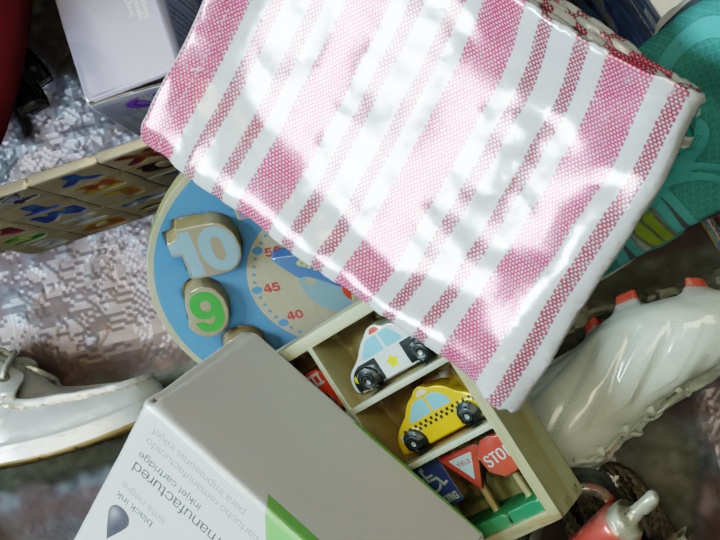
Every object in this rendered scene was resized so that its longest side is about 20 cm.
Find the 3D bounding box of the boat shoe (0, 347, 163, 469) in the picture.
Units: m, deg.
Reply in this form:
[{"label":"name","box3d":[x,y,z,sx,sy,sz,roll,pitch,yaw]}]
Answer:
[{"label":"boat shoe","box3d":[-0.194,0.069,0.834,0.198,0.071,0.070,-12,85,10]}]

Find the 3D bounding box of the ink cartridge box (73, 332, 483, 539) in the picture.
[{"label":"ink cartridge box","box3d":[-0.058,0.154,0.750,0.145,0.084,0.201,39,126,11]}]

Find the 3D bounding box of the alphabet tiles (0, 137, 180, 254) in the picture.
[{"label":"alphabet tiles","box3d":[-0.129,-0.034,0.781,0.198,0.167,0.008,-18,85,9]}]

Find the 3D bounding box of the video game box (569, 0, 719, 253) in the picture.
[{"label":"video game box","box3d":[0.156,-0.076,0.725,0.047,0.182,0.201,-32,81,4]}]

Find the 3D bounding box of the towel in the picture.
[{"label":"towel","box3d":[0.013,-0.056,0.614,0.199,0.030,0.147,36,118,19]}]

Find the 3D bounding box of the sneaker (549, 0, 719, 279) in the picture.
[{"label":"sneaker","box3d":[0.102,-0.034,0.628,0.078,0.079,0.200,51,140,8]}]

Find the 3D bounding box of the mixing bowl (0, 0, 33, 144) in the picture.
[{"label":"mixing bowl","box3d":[-0.228,-0.082,0.712,0.198,0.200,0.109,-4,112,10]}]

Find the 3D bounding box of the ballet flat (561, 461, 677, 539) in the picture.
[{"label":"ballet flat","box3d":[0.157,0.180,0.775,0.067,0.046,0.201,-30,81,5]}]

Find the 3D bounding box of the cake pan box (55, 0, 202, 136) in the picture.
[{"label":"cake pan box","box3d":[-0.106,-0.154,0.770,0.052,0.200,0.186,-19,85,6]}]

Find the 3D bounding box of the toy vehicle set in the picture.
[{"label":"toy vehicle set","box3d":[-0.007,0.091,0.761,0.199,0.026,0.125,-33,92,37]}]

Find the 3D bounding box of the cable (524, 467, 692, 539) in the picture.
[{"label":"cable","box3d":[0.082,0.168,0.753,0.097,0.050,0.200,44,112,-6]}]

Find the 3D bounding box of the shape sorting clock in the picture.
[{"label":"shape sorting clock","box3d":[0.000,0.000,0.757,0.198,0.201,0.039,-14,41,9]}]

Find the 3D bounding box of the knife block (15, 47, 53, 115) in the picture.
[{"label":"knife block","box3d":[-0.249,-0.140,0.812,0.064,0.200,0.176,-49,50,3]}]

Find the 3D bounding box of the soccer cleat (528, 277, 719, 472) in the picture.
[{"label":"soccer cleat","box3d":[0.104,0.069,0.768,0.199,0.069,0.078,-24,57,22]}]
